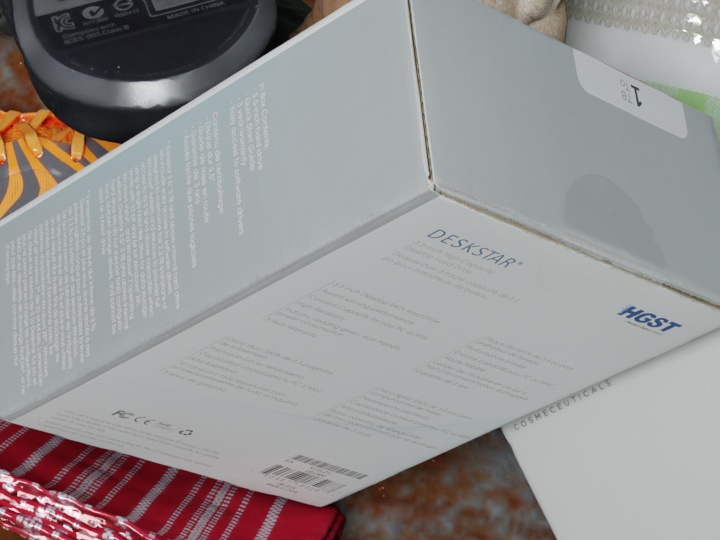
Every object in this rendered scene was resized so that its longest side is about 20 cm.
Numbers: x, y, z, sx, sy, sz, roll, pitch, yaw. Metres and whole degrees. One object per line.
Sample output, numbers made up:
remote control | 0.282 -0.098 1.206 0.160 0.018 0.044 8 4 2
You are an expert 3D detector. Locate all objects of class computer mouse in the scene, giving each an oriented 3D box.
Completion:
computer mouse | -0.079 -0.104 0.802 0.138 0.200 0.053 -12 133 -6

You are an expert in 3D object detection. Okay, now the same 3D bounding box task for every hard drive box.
hard drive box | 0.000 0.000 0.747 0.200 0.156 0.077 -26 58 36

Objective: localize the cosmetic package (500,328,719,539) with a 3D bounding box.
cosmetic package | 0.143 0.100 0.801 0.107 0.085 0.201 -31 86 36

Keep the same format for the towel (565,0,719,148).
towel | 0.101 -0.130 0.829 0.149 0.031 0.201 14 88 23

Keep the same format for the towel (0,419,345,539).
towel | -0.104 0.070 0.812 0.199 0.145 0.023 22 97 5

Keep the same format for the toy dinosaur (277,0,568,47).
toy dinosaur | 0.029 -0.102 0.801 0.199 0.086 0.136 -13 70 31

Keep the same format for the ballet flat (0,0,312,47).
ballet flat | -0.100 -0.102 0.869 0.199 0.067 0.057 20 135 6

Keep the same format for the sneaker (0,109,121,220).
sneaker | -0.138 -0.048 0.837 0.199 0.078 0.112 -16 109 5
